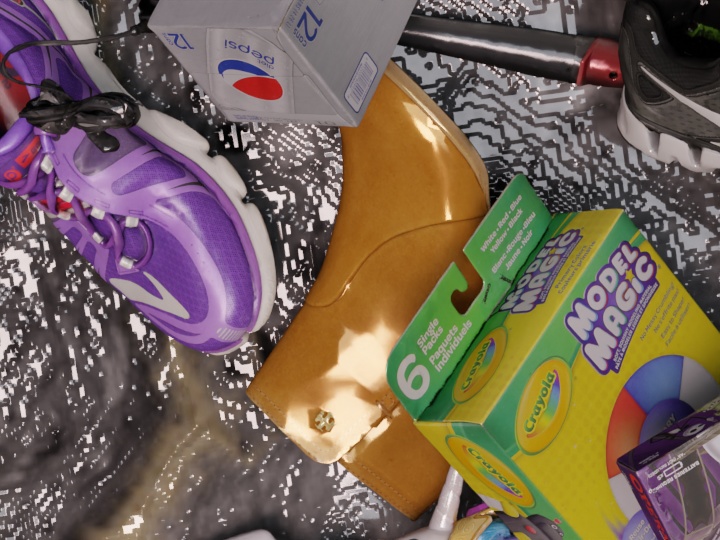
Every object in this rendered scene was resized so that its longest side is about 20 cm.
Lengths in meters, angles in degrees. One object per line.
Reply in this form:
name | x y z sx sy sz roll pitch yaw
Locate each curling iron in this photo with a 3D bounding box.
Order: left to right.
curling iron | 0.101 -0.080 0.897 0.199 0.026 0.050 17 93 -2

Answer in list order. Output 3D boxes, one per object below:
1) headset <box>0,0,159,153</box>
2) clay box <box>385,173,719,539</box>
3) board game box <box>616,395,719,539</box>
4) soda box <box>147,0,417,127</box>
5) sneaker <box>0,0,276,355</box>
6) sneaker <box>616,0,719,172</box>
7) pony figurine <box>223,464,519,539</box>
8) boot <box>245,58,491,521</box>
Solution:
headset | -0.074 -0.139 0.831 0.123 0.094 0.200 42 71 -36
clay box | 0.105 0.066 0.848 0.200 0.048 0.115 49 62 -27
board game box | 0.209 0.074 0.786 0.200 0.032 0.120 -30 104 -7
soda box | -0.003 -0.154 0.817 0.068 0.063 0.200 5 60 36
sneaker | -0.120 -0.039 0.865 0.200 0.083 0.081 47 120 -1
sneaker | 0.180 -0.069 0.796 0.200 0.091 0.067 19 59 33
pony figurine | -0.008 0.189 0.877 0.200 0.167 0.194 -15 89 17
boot | 0.000 0.000 0.884 0.144 0.071 0.201 -42 99 4
